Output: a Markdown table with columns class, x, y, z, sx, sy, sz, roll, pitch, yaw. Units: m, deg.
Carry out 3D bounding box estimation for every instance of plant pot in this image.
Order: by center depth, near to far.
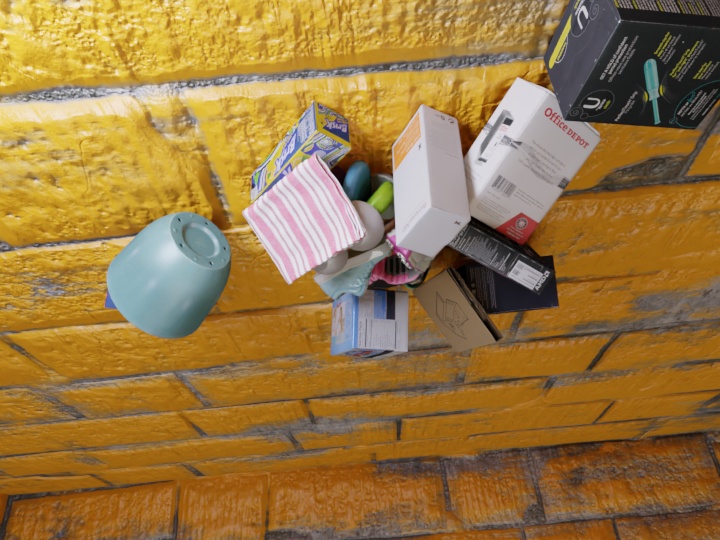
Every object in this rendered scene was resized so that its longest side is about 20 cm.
| class | x | y | z | sx | sy | sz | roll | pitch | yaw |
| --- | --- | --- | --- | --- | --- | --- | --- | --- | --- |
| plant pot | -0.328 | -0.007 | 1.023 | 0.198 | 0.203 | 0.161 | 24 | 126 | -39 |

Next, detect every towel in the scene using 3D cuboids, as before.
| class | x | y | z | sx | sy | sz | roll | pitch | yaw |
| --- | --- | --- | --- | --- | --- | --- | --- | --- | --- |
| towel | -0.094 | -0.074 | 0.887 | 0.198 | 0.030 | 0.148 | -29 | 98 | 37 |

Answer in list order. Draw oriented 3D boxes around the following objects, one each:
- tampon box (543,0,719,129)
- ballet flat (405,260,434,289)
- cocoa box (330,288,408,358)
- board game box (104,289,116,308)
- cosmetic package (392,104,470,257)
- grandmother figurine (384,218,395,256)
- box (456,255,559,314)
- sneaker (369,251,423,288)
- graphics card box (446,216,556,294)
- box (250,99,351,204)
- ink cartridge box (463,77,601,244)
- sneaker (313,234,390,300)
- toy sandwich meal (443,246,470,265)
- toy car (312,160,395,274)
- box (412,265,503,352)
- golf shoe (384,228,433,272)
| class | x | y | z | sx | sy | sz | roll | pitch | yaw |
| --- | --- | --- | --- | --- | --- | --- | --- | --- | --- |
| tampon box | 0.365 | -0.286 | 0.724 | 0.195 | 0.129 | 0.151 | 1 | 148 | -9 |
| ballet flat | 0.128 | -0.024 | 1.167 | 0.066 | 0.072 | 0.201 | 1 | 148 | -9 |
| cocoa box | 0.016 | 0.124 | 1.281 | 0.128 | 0.137 | 0.200 | 5 | 167 | -16 |
| board game box | -0.439 | 0.046 | 1.223 | 0.196 | 0.046 | 0.135 | 12 | 145 | -26 |
| cosmetic package | 0.102 | -0.137 | 0.853 | 0.070 | 0.204 | 0.102 | 15 | 144 | -22 |
| grandmother figurine | 0.090 | -0.100 | 1.014 | 0.060 | 0.122 | 0.200 | 32 | 139 | -8 |
| box | 0.297 | 0.038 | 1.195 | 0.177 | 0.107 | 0.200 | -5 | 174 | 0 |
| sneaker | 0.067 | 0.005 | 1.174 | 0.094 | 0.081 | 0.198 | 23 | 162 | -39 |
| graphics card box | 0.206 | -0.045 | 0.913 | 0.197 | 0.126 | 0.051 | 25 | 109 | -19 |
| box | -0.100 | -0.172 | 0.903 | 0.069 | 0.066 | 0.199 | 19 | 142 | -33 |
| ink cartridge box | 0.246 | -0.164 | 0.867 | 0.145 | 0.083 | 0.202 | 22 | 111 | -33 |
| sneaker | 0.000 | 0.000 | 1.049 | 0.198 | 0.074 | 0.082 | -26 | 108 | 45 |
| toy sandwich meal | 0.237 | -0.049 | 1.077 | 0.200 | 0.072 | 0.205 | -10 | -178 | 0 |
| toy car | -0.030 | -0.107 | 0.959 | 0.199 | 0.176 | 0.151 | -33 | 103 | 38 |
| box | 0.186 | 0.083 | 1.119 | 0.021 | 0.165 | 0.200 | -34 | 176 | -19 |
| golf shoe | 0.097 | -0.052 | 0.942 | 0.091 | 0.076 | 0.200 | -43 | 169 | 9 |
